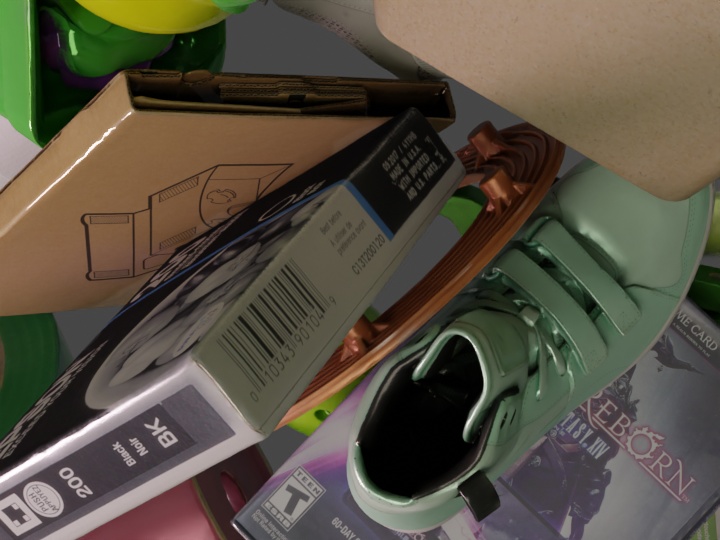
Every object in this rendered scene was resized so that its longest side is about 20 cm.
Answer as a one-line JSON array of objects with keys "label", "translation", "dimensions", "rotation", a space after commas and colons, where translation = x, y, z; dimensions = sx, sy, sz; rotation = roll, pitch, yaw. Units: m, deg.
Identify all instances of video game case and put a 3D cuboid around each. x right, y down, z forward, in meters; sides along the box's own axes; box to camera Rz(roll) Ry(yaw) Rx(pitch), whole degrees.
[{"label": "video game case", "translation": [0.065, 0.081, 0.746], "dimensions": [0.143, 0.019, 0.200], "rotation": [43, 87, 9]}]

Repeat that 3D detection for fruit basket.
[{"label": "fruit basket", "translation": [-0.086, -0.151, 0.697], "dimensions": [0.215, 0.155, 0.217], "rotation": [11, 113, 28]}]

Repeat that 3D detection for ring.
[{"label": "ring", "translation": [0.000, 0.000, 0.745], "dimensions": [0.200, 0.201, 0.019], "rotation": [-34, 104, 29]}]

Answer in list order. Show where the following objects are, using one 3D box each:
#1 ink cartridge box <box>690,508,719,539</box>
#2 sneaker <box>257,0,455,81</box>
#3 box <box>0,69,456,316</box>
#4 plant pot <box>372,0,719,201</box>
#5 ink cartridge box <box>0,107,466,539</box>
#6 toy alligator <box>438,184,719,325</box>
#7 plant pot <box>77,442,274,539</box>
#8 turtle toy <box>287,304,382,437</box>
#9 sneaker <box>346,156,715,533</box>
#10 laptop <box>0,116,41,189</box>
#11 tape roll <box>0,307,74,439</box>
[{"label": "ink cartridge box", "translation": [0.248, 0.096, 0.819], "dimensions": [0.199, 0.048, 0.146], "rotation": [0, 118, 19]}, {"label": "sneaker", "translation": [0.047, -0.110, 0.759], "dimensions": [0.199, 0.075, 0.082], "rotation": [27, 142, 4]}, {"label": "box", "translation": [-0.078, -0.029, 0.761], "dimensions": [0.200, 0.163, 0.021], "rotation": [-35, 66, 46]}, {"label": "plant pot", "translation": [0.112, -0.148, 0.634], "dimensions": [0.199, 0.200, 0.177], "rotation": [30, 137, 9]}, {"label": "ink cartridge box", "translation": [-0.073, 0.034, 0.685], "dimensions": [0.200, 0.198, 0.043], "rotation": [-32, 102, 35]}, {"label": "toy alligator", "translation": [0.123, 0.015, 0.801], "dimensions": [0.199, 0.059, 0.054], "rotation": [19, 122, 6]}, {"label": "plant pot", "translation": [-0.134, 0.145, 0.885], "dimensions": [0.178, 0.200, 0.201], "rotation": [-28, 108, 11]}, {"label": "turtle toy", "translation": [0.042, 0.079, 0.826], "dimensions": [0.199, 0.146, 0.102], "rotation": [17, 91, 5]}, {"label": "sneaker", "translation": [0.071, 0.020, 0.685], "dimensions": [0.074, 0.118, 0.201], "rotation": [40, 86, 8]}, {"label": "laptop", "translation": [-0.264, -0.050, 0.845], "dimensions": [0.199, 0.116, 0.188], "rotation": [31, 123, -3]}, {"label": "tape roll", "translation": [-0.226, 0.076, 0.825], "dimensions": [0.199, 0.201, 0.048], "rotation": [-1, 135, 17]}]
